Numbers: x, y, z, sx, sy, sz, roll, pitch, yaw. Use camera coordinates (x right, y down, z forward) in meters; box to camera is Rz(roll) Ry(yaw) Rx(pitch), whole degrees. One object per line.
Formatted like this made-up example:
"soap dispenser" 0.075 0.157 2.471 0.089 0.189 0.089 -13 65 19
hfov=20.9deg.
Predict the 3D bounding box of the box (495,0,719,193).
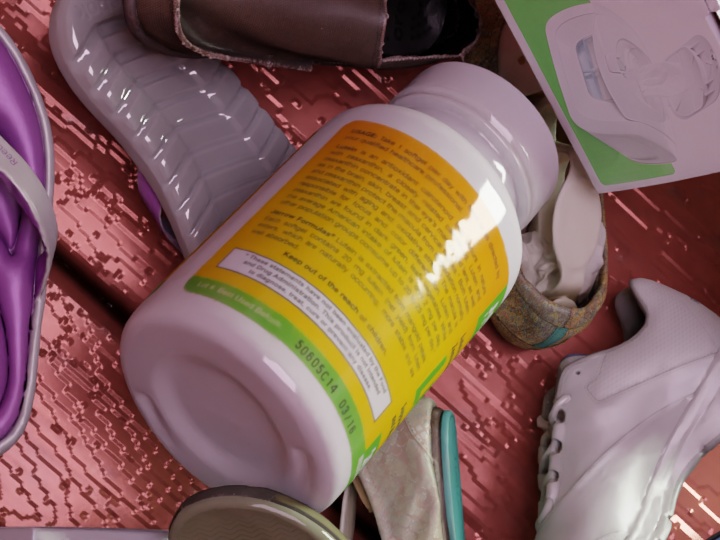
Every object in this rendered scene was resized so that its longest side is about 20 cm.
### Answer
"box" 0.128 -0.169 0.872 0.201 0.096 0.177 57 39 -31

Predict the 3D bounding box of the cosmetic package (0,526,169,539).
"cosmetic package" -0.093 0.208 0.805 0.150 0.051 0.202 9 78 -44

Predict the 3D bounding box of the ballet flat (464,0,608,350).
"ballet flat" 0.089 -0.064 0.932 0.070 0.071 0.202 2 81 -19

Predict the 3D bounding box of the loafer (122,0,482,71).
"loafer" -0.018 -0.124 0.856 0.199 0.071 0.074 -7 108 -47

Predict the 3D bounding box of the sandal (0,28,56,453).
"sandal" -0.166 -0.021 0.836 0.082 0.050 0.204 -6 85 -20

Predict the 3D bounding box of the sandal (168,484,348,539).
"sandal" -0.025 0.181 0.777 0.079 0.057 0.202 -12 99 14

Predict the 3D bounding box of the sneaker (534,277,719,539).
"sneaker" 0.114 0.092 0.926 0.087 0.075 0.200 35 65 1

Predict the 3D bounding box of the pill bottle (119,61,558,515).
"pill bottle" 0.000 0.000 0.831 0.111 0.111 0.200 48 56 -7

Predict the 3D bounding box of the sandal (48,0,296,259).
"sandal" -0.073 -0.046 0.883 0.082 0.050 0.203 -41 109 -35

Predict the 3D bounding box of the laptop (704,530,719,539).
"laptop" 0.123 0.225 0.811 0.186 0.116 0.201 -27 91 -20

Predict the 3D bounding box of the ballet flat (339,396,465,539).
"ballet flat" 0.024 0.159 0.889 0.062 0.067 0.202 -9 80 8
